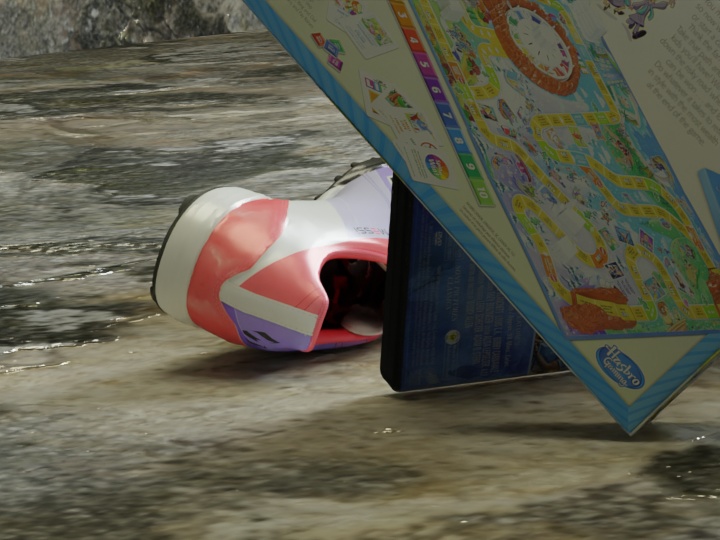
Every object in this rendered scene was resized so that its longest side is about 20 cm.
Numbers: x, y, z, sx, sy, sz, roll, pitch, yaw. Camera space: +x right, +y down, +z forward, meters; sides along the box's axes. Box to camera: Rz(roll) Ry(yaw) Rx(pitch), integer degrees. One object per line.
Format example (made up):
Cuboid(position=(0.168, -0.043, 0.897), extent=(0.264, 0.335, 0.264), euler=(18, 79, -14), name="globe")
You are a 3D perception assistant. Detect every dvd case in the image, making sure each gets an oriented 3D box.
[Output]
Cuboid(position=(0.104, -0.036, 0.944), extent=(0.199, 0.143, 0.018), euler=(-6, 26, -20), name="dvd case")

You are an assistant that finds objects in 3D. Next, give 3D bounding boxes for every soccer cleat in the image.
Cuboid(position=(0.000, 0.000, 1.067), extent=(0.073, 0.069, 0.200), euler=(27, 17, 25), name="soccer cleat")

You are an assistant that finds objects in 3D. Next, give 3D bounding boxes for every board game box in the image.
Cuboid(position=(0.066, -0.069, 0.841), extent=(0.134, 0.200, 0.034), euler=(-44, -8, 21), name="board game box")
